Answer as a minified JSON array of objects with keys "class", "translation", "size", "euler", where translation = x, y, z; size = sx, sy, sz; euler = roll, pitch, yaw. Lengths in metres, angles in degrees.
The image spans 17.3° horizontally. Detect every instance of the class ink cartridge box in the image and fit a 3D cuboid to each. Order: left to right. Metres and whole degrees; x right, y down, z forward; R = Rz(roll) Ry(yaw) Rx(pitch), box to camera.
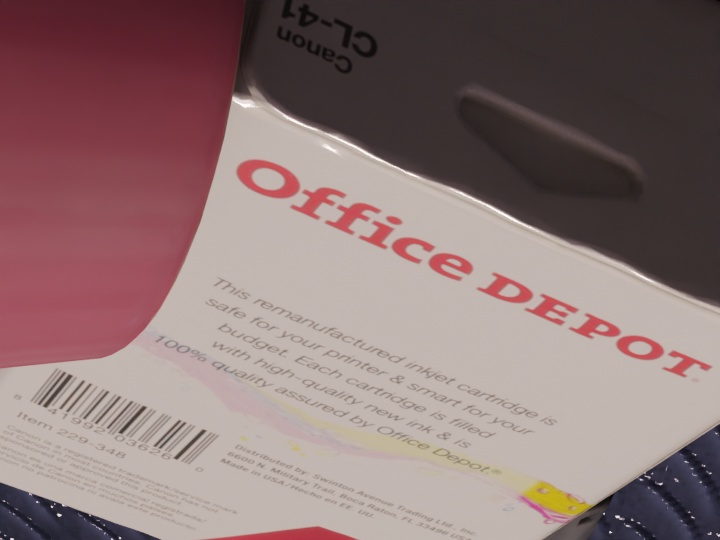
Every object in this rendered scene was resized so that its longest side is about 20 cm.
[{"class":"ink cartridge box","translation":[0.000,0.000,0.571],"size":[0.147,0.086,0.200],"euler":[23,145,-17]}]

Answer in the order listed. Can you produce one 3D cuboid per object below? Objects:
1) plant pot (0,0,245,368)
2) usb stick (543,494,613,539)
[{"class":"plant pot","translation":[-0.125,-0.056,0.443],"size":[0.178,0.201,0.200],"euler":[7,152,-23]},{"class":"usb stick","translation":[0.035,0.103,0.772],"size":[0.055,0.033,0.200],"euler":[14,148,-2]}]
